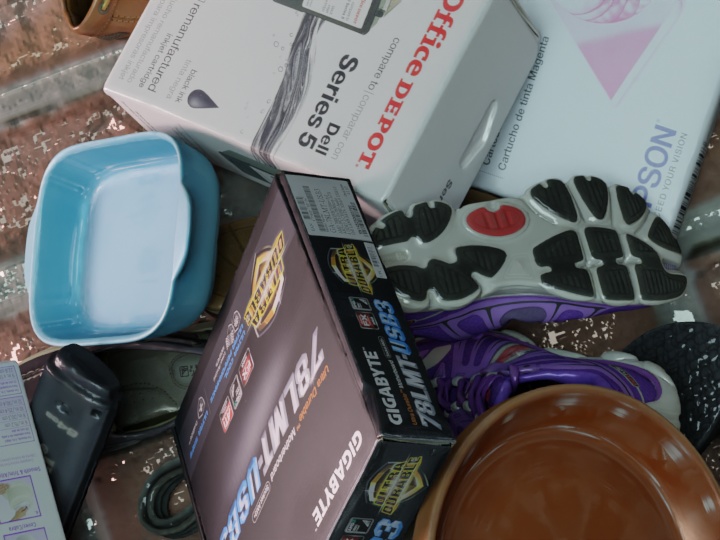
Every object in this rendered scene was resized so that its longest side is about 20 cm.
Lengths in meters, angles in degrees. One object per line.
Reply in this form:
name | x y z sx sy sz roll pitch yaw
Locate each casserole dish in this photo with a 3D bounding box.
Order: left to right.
casserole dish | -0.136 -0.015 1.436 0.200 0.039 0.122 -5 78 55

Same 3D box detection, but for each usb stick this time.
usb stick | -0.188 0.132 1.452 0.055 0.033 0.200 38 123 23

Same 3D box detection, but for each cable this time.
cable | -0.058 0.105 1.424 0.199 0.050 0.098 -8 78 34

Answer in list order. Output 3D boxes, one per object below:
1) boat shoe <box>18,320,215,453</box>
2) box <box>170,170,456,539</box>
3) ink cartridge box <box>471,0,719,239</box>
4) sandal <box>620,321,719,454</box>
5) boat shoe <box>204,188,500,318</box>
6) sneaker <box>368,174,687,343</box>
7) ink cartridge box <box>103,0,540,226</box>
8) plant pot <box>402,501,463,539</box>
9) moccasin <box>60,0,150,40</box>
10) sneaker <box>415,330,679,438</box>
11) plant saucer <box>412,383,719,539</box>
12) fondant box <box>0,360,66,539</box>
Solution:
boat shoe | -0.153 0.074 1.470 0.199 0.065 0.072 -12 87 13
box | -0.032 0.086 1.299 0.050 0.199 0.200 6 131 -24
ink cartridge box | 0.117 -0.134 1.429 0.199 0.043 0.197 18 93 11
sandal | 0.157 0.116 1.410 0.075 0.045 0.200 35 106 34
boat shoe | 0.000 0.000 1.438 0.199 0.072 0.072 -10 66 2
sneaker | 0.083 0.000 1.365 0.199 0.083 0.081 -2 63 -17
ink cartridge box | -0.021 -0.118 1.402 0.200 0.084 0.146 23 80 27
plant pot | 0.044 0.212 1.354 0.200 0.187 0.188 -20 82 50
moccasin | -0.158 -0.239 1.472 0.073 0.078 0.202 4 94 43
sneaker | 0.079 0.069 1.383 0.199 0.083 0.081 -1 84 37
plant saucer | 0.110 0.159 1.259 0.200 0.032 0.201 7 76 -31
fondant box | -0.232 0.169 1.436 0.144 0.058 0.201 -29 75 47
